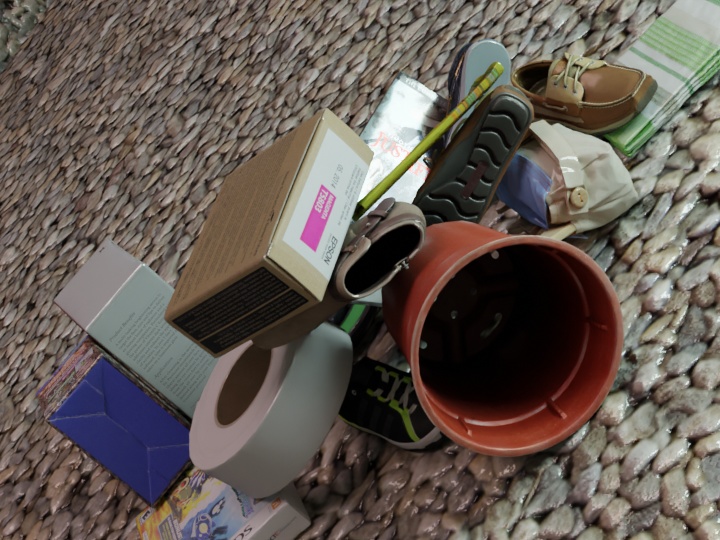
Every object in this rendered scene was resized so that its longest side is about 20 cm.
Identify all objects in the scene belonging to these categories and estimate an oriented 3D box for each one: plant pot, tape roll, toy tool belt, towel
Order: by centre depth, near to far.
[{"bbox_3d":[0.114,0.044,1.384,0.201,0.201,0.195,-46,21,0],"label":"plant pot"},{"bbox_3d":[0.063,-0.127,1.457,0.200,0.018,0.086,-45,-1,-10],"label":"towel"},{"bbox_3d":[0.181,-0.085,1.513,0.123,0.125,0.200,-41,27,-8],"label":"toy tool belt"},{"bbox_3d":[-0.095,0.131,1.533,0.202,0.071,0.203,-45,27,30],"label":"tape roll"},{"bbox_3d":[0.328,-0.216,1.585,0.200,0.031,0.149,-46,26,7],"label":"towel"}]

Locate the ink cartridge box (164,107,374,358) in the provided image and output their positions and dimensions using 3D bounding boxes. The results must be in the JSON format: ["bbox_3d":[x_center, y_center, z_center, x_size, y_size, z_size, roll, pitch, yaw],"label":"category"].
[{"bbox_3d":[-0.085,-0.034,1.405,0.164,0.075,0.201,-28,31,42],"label":"ink cartridge box"}]

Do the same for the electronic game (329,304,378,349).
[{"bbox_3d":[-0.051,0.054,1.731,0.199,0.042,0.201,-33,31,23],"label":"electronic game"}]

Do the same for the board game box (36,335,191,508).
[{"bbox_3d":[-0.283,0.171,1.726,0.097,0.159,0.200,-50,14,-7],"label":"board game box"}]

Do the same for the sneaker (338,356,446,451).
[{"bbox_3d":[0.021,0.130,1.495,0.199,0.083,0.072,-2,51,52],"label":"sneaker"}]

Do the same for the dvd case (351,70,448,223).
[{"bbox_3d":[0.057,-0.115,1.703,0.201,0.145,0.022,-58,2,-23],"label":"dvd case"}]

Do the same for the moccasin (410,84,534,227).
[{"bbox_3d":[0.101,-0.099,1.493,0.078,0.073,0.202,-94,30,-74],"label":"moccasin"}]

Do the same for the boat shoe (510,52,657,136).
[{"bbox_3d":[0.229,-0.193,1.588,0.200,0.074,0.076,4,57,58],"label":"boat shoe"}]

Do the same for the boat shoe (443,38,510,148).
[{"bbox_3d":[0.129,-0.163,1.693,0.091,0.070,0.202,-129,49,-80],"label":"boat shoe"}]

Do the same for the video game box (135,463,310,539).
[{"bbox_3d":[-0.152,0.270,1.593,0.182,0.047,0.200,-42,28,3],"label":"video game box"}]

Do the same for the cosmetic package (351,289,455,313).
[{"bbox_3d":[0.000,0.000,1.560,0.101,0.199,0.072,2,86,55],"label":"cosmetic package"}]

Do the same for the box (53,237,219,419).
[{"bbox_3d":[-0.253,0.075,1.811,0.106,0.200,0.152,-50,28,-7],"label":"box"}]

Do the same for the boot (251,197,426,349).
[{"bbox_3d":[-0.021,0.008,1.388,0.200,0.070,0.146,-46,13,-3],"label":"boot"}]
